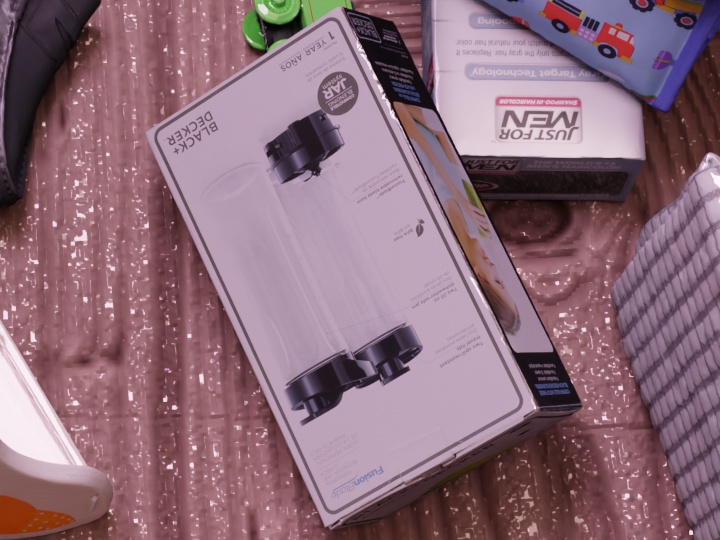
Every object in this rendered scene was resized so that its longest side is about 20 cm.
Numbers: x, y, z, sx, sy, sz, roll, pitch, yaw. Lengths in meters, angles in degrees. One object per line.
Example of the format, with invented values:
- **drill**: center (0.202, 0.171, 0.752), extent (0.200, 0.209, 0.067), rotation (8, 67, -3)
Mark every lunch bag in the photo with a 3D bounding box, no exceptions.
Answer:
- **lunch bag**: center (0.108, -0.176, 1.081), extent (0.150, 0.200, 0.094), rotation (32, 71, 6)

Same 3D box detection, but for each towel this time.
- **towel**: center (0.181, 0.042, 1.079), extent (0.085, 0.200, 0.167), rotation (-15, 74, -10)

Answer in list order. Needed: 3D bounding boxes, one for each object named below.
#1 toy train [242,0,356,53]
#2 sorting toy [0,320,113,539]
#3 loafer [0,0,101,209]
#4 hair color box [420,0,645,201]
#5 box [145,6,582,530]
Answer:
- **toy train**: center (-0.037, -0.170, 1.217), extent (0.056, 0.042, 0.202), rotation (-6, 72, -17)
- **sorting toy**: center (-0.199, 0.022, 1.064), extent (0.106, 0.180, 0.201), rotation (-29, 76, -13)
- **loafer**: center (-0.156, -0.124, 1.175), extent (0.070, 0.068, 0.202), rotation (0, 68, 3)
- **hair color box**: center (0.079, -0.137, 1.203), extent (0.098, 0.061, 0.202), rotation (1, 71, -4)
- **box**: center (0.000, 0.000, 1.122), extent (0.116, 0.060, 0.201), rotation (-32, 76, 20)
